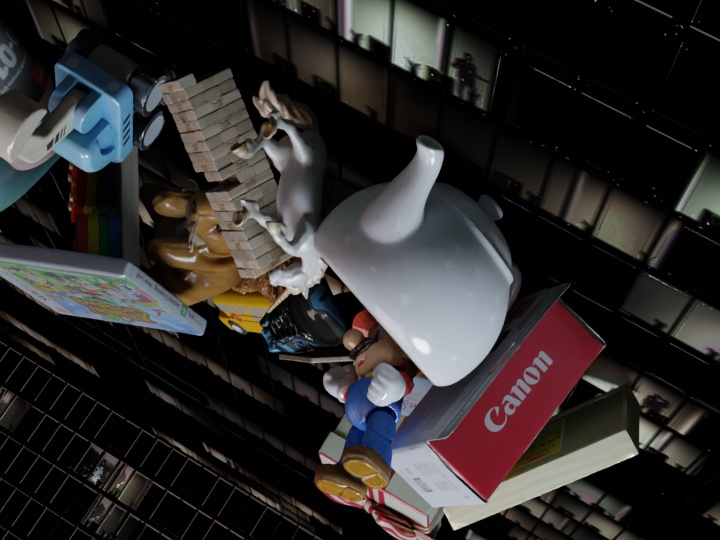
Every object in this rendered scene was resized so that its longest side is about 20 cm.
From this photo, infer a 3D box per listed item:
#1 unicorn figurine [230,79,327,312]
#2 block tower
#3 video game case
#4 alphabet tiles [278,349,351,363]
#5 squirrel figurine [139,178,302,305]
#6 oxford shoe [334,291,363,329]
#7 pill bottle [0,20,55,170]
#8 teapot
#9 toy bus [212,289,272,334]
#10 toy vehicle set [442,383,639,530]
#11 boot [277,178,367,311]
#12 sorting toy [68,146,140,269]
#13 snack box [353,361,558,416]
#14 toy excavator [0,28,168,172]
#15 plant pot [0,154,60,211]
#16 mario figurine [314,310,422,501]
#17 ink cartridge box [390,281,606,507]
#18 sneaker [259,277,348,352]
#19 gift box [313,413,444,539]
[{"bbox_3d":[-0.064,-0.056,1.068,0.073,0.202,0.137,16,-179,28],"label":"unicorn figurine"},{"bbox_3d":[-0.121,-0.095,1.138,0.054,0.058,0.202,3,119,59],"label":"block tower"},{"bbox_3d":[-0.288,0.020,1.275,0.198,0.022,0.182,7,161,22],"label":"video game case"},{"bbox_3d":[0.018,0.093,1.325,0.198,0.008,0.167,-1,179,-24],"label":"alphabet tiles"},{"bbox_3d":[-0.139,-0.039,1.331,0.198,0.143,0.186,18,153,-27],"label":"squirrel figurine"},{"bbox_3d":[0.054,0.055,1.331,0.084,0.074,0.199,16,172,-44],"label":"oxford shoe"},{"bbox_3d":[-0.418,-0.214,1.338,0.113,0.114,0.200,14,153,42],"label":"pill bottle"},{"bbox_3d":[0.066,-0.007,1.040,0.198,0.146,0.200,49,178,-7],"label":"teapot"},{"bbox_3d":[-0.126,0.038,1.540,0.078,0.065,0.199,44,158,-27],"label":"toy bus"},{"bbox_3d":[0.181,0.183,1.184,0.199,0.124,0.027,-27,97,20],"label":"toy vehicle set"},{"bbox_3d":[0.000,0.000,1.210,0.198,0.073,0.167,18,140,18],"label":"boot"},{"bbox_3d":[-0.294,-0.067,1.354,0.069,0.203,0.199,0,166,-16],"label":"sorting toy"},{"bbox_3d":[0.105,0.143,1.358,0.199,0.054,0.141,14,-175,42],"label":"snack box"},{"bbox_3d":[-0.283,-0.145,1.165,0.099,0.201,0.195,30,151,6],"label":"toy excavator"},{"bbox_3d":[-0.493,-0.159,1.508,0.199,0.162,0.201,28,159,11],"label":"plant pot"},{"bbox_3d":[0.000,0.110,1.133,0.122,0.201,0.106,-5,135,25],"label":"mario figurine"},{"bbox_3d":[0.131,0.120,1.127,0.084,0.200,0.175,43,159,-5],"label":"ink cartridge box"},{"bbox_3d":[-0.062,0.058,1.260,0.200,0.081,0.074,112,136,-77],"label":"sneaker"},{"bbox_3d":[0.060,0.252,1.571,0.183,0.188,0.201,25,158,21],"label":"gift box"}]
